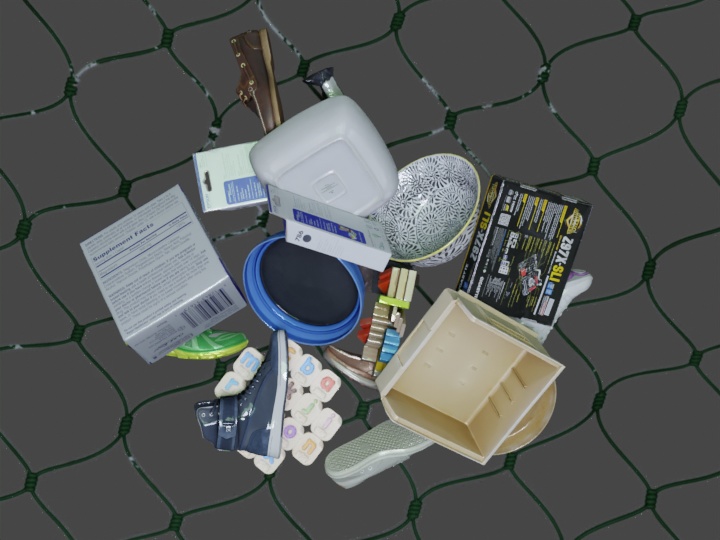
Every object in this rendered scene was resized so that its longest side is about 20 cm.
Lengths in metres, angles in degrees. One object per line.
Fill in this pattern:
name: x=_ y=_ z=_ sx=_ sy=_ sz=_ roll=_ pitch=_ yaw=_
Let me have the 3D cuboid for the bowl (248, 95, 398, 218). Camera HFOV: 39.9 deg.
bowl: x=-0.050 y=-0.144 z=1.527 sx=0.199 sy=0.075 sz=0.200 roll=-30 pitch=123 yaw=10

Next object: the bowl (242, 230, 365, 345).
bowl: x=-0.086 y=0.025 z=1.551 sx=0.199 sy=0.039 sz=0.202 roll=10 pitch=124 yaw=15

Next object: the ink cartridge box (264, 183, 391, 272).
ink cartridge box: x=-0.055 y=-0.063 z=1.474 sx=0.198 sy=0.100 sz=0.039 roll=20 pitch=116 yaw=-19

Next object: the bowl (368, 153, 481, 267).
bowl: x=0.118 y=-0.077 z=1.571 sx=0.199 sy=0.094 sz=0.202 roll=-19 pitch=50 yaw=24

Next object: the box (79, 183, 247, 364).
box: x=-0.303 y=0.005 z=1.530 sx=0.183 sy=0.105 sz=0.201 roll=-31 pitch=61 yaw=-3

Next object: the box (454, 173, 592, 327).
box: x=0.246 y=-0.028 z=1.506 sx=0.158 sy=0.049 sz=0.202 roll=12 pitch=101 yaw=-20

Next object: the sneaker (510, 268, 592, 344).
sneaker: x=0.290 y=0.065 z=1.609 sx=0.199 sy=0.075 sz=0.100 roll=-27 pitch=109 yaw=-3

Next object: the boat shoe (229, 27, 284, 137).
boat shoe: x=-0.165 y=-0.293 z=1.588 sx=0.070 sy=0.071 sz=0.202 roll=-12 pitch=67 yaw=-1

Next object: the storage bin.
storage bin: x=0.158 y=0.156 z=1.479 sx=0.198 sy=0.094 sz=0.201 roll=28 pitch=109 yaw=-27

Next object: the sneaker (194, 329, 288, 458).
sneaker: x=-0.186 y=0.188 z=1.562 sx=0.145 sy=0.077 sz=0.204 roll=7 pitch=90 yaw=-3

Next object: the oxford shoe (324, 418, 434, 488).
oxford shoe: x=0.037 y=0.290 z=1.593 sx=0.199 sy=0.075 sz=0.058 roll=-23 pitch=130 yaw=-10

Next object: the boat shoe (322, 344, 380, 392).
boat shoe: x=0.035 y=0.159 z=1.591 sx=0.199 sy=0.076 sz=0.072 roll=26 pitch=84 yaw=-10

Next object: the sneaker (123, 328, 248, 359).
sneaker: x=-0.277 y=0.096 z=1.579 sx=0.198 sy=0.074 sz=0.084 roll=6 pitch=92 yaw=-1

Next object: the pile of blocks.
pile of blocks: x=0.031 y=0.081 z=1.496 sx=0.062 sy=0.082 sz=0.202 roll=11 pitch=113 yaw=-5

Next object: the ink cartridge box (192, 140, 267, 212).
ink cartridge box: x=-0.164 y=-0.158 z=1.603 sx=0.198 sy=0.039 sz=0.100 roll=-10 pitch=88 yaw=-3

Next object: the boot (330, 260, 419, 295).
boot: x=0.000 y=0.000 z=1.599 sx=0.198 sy=0.097 sz=0.075 roll=17 pitch=95 yaw=23

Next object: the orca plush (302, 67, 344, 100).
orca plush: x=-0.044 y=-0.219 z=1.598 sx=0.071 sy=0.105 sz=0.201 roll=-18 pitch=114 yaw=34

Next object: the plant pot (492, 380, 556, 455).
plant pot: x=0.214 y=0.198 z=1.589 sx=0.198 sy=0.028 sz=0.202 roll=-1 pitch=105 yaw=-3

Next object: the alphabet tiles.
alphabet tiles: x=-0.133 y=0.220 z=1.608 sx=0.199 sy=0.015 sz=0.196 roll=37 pitch=89 yaw=0
